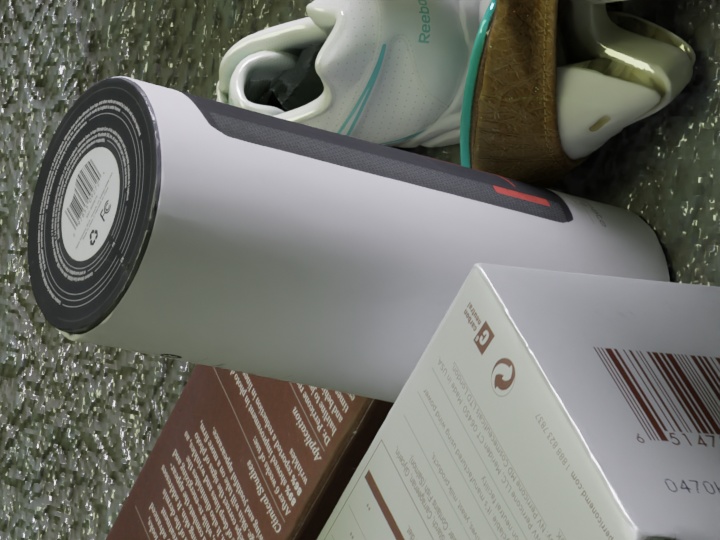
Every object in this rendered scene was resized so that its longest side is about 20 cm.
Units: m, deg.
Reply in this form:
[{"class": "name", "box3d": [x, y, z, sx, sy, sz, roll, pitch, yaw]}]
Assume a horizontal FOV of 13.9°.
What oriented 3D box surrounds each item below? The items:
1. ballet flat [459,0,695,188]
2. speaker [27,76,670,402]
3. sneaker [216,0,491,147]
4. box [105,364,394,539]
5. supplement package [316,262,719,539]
[{"class": "ballet flat", "box3d": [0.074, -0.093, 0.946, 0.072, 0.068, 0.201, 19, 128, 21]}, {"class": "speaker", "box3d": [0.000, 0.000, 0.933, 0.081, 0.199, 0.082, -26, 58, 51]}, {"class": "sneaker", "box3d": [-0.027, -0.057, 1.100, 0.200, 0.080, 0.071, -39, 55, 50]}, {"class": "box", "box3d": [-0.023, 0.083, 1.076, 0.200, 0.075, 0.100, -59, 40, 31]}, {"class": "supplement package", "box3d": [0.059, 0.113, 0.895, 0.201, 0.116, 0.118, -62, 40, 32]}]
